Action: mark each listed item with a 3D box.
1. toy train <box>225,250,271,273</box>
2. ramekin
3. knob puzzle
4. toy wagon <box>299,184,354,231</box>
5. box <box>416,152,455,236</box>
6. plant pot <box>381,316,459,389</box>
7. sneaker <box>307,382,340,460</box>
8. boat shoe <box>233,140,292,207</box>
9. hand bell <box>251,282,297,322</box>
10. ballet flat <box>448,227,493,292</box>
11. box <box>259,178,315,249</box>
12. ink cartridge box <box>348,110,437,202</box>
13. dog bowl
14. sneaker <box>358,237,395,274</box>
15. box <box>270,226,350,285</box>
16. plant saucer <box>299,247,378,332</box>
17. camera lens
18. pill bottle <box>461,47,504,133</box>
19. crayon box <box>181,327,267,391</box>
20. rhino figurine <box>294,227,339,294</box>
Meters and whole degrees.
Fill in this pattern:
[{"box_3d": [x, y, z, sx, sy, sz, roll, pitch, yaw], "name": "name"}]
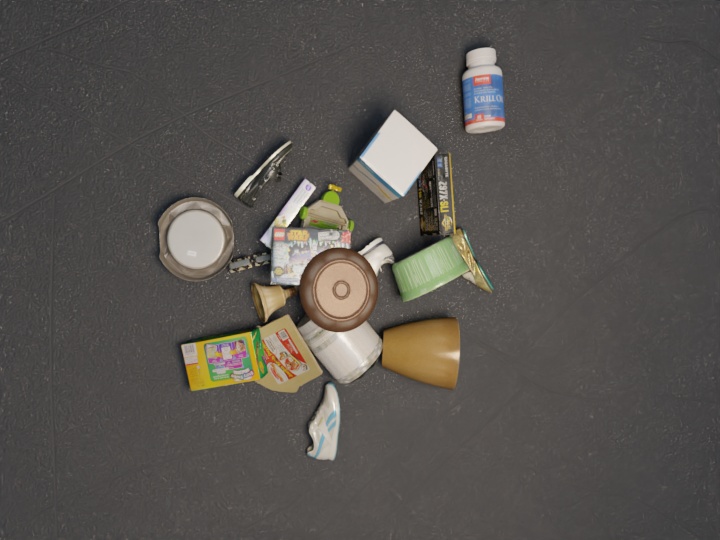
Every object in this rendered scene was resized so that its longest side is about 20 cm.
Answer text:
[{"box_3d": [-0.252, -0.031, 1.435, 0.194, 0.046, 0.035, -14, 90, -13], "name": "toy train"}, {"box_3d": [0.177, -0.007, 1.450, 0.196, 0.200, 0.100, -27, 90, -9], "name": "ramekin"}, {"box_3d": [-0.215, 0.225, 1.428, 0.213, 0.031, 0.226, 5, 111, 13], "name": "knob puzzle"}, {"box_3d": [-0.091, -0.122, 1.452, 0.152, 0.039, 0.206, 13, 89, -30], "name": "toy wagon"}, {"box_3d": [0.196, -0.195, 1.461, 0.048, 0.160, 0.207, -5, 93, -10], "name": "box"}, {"box_3d": [0.154, 0.215, 1.474, 0.193, 0.186, 0.193, 3, 92, 1], "name": "plant pot"}, {"box_3d": [-0.098, 0.401, 1.470, 0.078, 0.076, 0.207, 5, 89, -9], "name": "sneaker"}, {"box_3d": [-0.233, -0.242, 1.416, 0.066, 0.074, 0.200, 45, 84, -12], "name": "boat shoe"}, {"box_3d": [-0.177, 0.053, 1.447, 0.195, 0.104, 0.107, -19, 96, -23], "name": "hand bell"}, {"box_3d": [0.302, -0.019, 1.544, 0.070, 0.071, 0.204, -30, 98, -8], "name": "ballet flat"}, {"box_3d": [-0.190, -0.147, 1.445, 0.038, 0.041, 0.202, 36, 84, -10], "name": "box"}, {"box_3d": [0.076, -0.282, 1.412, 0.145, 0.200, 0.148, 38, 85, -9], "name": "ink cartridge box"}, {"box_3d": [-0.412, -0.078, 1.394, 0.193, 0.059, 0.207, 0, 92, -11], "name": "dog bowl"}, {"box_3d": [0.000, 0.000, 1.466, 0.198, 0.076, 0.081, -37, 87, -7], "name": "sneaker"}, {"box_3d": [-0.122, -0.033, 1.354, 0.193, 0.040, 0.142, 1, 90, -9], "name": "box"}, {"box_3d": [-0.048, 0.047, 1.326, 0.194, 0.037, 0.207, 0, 90, -11], "name": "plant saucer"}, {"box_3d": [-0.050, 0.175, 1.426, 0.159, 0.160, 0.201, -41, 99, -7], "name": "camera lens"}, {"box_3d": [0.332, -0.486, 1.501, 0.109, 0.112, 0.207, -6, 93, -11], "name": "pill bottle"}, {"box_3d": [-0.341, 0.223, 1.388, 0.194, 0.058, 0.123, -11, 95, 10], "name": "crayon box"}, {"box_3d": [-0.101, -0.018, 1.410, 0.086, 0.059, 0.204, 28, 88, -28], "name": "rhino figurine"}]
